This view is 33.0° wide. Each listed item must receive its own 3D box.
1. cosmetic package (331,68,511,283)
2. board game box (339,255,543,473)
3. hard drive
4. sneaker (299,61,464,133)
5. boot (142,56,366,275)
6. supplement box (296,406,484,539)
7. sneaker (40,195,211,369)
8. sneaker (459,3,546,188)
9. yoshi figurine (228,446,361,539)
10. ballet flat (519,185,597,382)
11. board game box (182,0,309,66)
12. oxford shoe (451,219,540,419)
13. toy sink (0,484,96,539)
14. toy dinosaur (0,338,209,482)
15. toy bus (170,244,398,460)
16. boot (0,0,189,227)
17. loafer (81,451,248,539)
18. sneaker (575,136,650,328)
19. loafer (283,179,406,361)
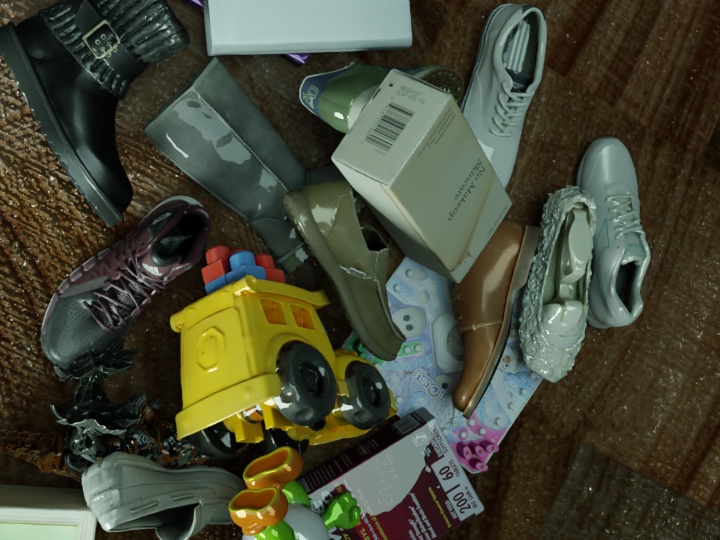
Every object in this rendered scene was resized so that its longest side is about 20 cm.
[{"bbox_3d":[0.061,-0.082,1.119,0.104,0.073,0.200,-56,147,-8],"label":"cosmetic package"},{"bbox_3d":[0.105,0.072,1.237,0.200,0.026,0.201,39,79,-15],"label":"board game box"},{"bbox_3d":[-0.051,-0.274,1.154,0.198,0.026,0.133,-5,93,-18],"label":"hard drive"},{"bbox_3d":[0.019,-0.173,1.162,0.200,0.089,0.068,-24,135,-55],"label":"sneaker"},{"bbox_3d":[-0.079,-0.120,1.160,0.182,0.073,0.200,-43,96,-15],"label":"boot"},{"bbox_3d":[0.006,0.231,1.177,0.199,0.061,0.109,-30,100,-6],"label":"supplement box"},{"bbox_3d":[-0.208,0.007,1.088,0.076,0.115,0.200,43,78,-14],"label":"sneaker"},{"bbox_3d":[0.140,-0.172,1.220,0.072,0.071,0.202,8,90,-18],"label":"sneaker"},{"bbox_3d":[-0.029,0.259,1.087,0.112,0.112,0.201,-35,113,-16],"label":"yoshi figurine"},{"bbox_3d":[0.202,0.013,1.221,0.071,0.072,0.202,6,90,-18],"label":"ballet flat"},{"bbox_3d":[-0.116,-0.296,1.160,0.199,0.032,0.121,26,87,-17],"label":"board game box"},{"bbox_3d":[0.118,0.045,1.201,0.071,0.071,0.202,16,82,5],"label":"oxford shoe"},{"bbox_3d":[-0.338,0.258,1.052,0.198,0.112,0.132,7,88,-18],"label":"toy sink"},{"bbox_3d":[-0.234,0.152,1.089,0.199,0.102,0.136,-15,138,-29],"label":"toy dinosaur"},{"bbox_3d":[-0.078,0.069,1.123,0.199,0.135,0.194,15,55,-50],"label":"toy bus"},{"bbox_3d":[-0.215,-0.163,1.087,0.157,0.079,0.212,-28,94,-8],"label":"boot"},{"bbox_3d":[-0.166,0.213,1.090,0.199,0.070,0.070,20,42,-49],"label":"loafer"},{"bbox_3d":[0.270,-0.040,1.262,0.070,0.080,0.202,-2,90,-16],"label":"sneaker"},{"bbox_3d":[0.000,0.000,1.127,0.067,0.076,0.201,-30,121,0],"label":"loafer"}]
